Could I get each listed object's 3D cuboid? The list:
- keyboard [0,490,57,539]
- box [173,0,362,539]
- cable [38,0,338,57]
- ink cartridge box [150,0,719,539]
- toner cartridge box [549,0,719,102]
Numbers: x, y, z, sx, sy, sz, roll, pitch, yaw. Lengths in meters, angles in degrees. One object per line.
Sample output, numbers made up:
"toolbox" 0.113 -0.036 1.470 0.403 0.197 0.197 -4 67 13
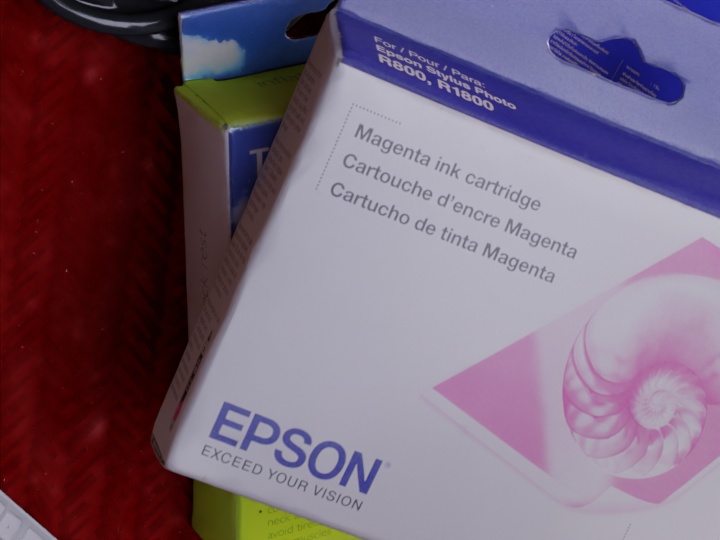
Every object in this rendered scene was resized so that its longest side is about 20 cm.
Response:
"keyboard" -0.110 0.129 1.006 0.056 0.011 0.200 -51 120 -11
"box" 0.000 0.000 0.994 0.122 0.048 0.201 -13 121 -23
"cable" -0.045 -0.171 0.963 0.163 0.051 0.201 19 96 -26
"ink cartridge box" 0.058 0.003 0.940 0.196 0.043 0.200 20 102 -17
"toner cartridge box" 0.115 -0.076 1.073 0.200 0.043 0.095 32 83 -31
